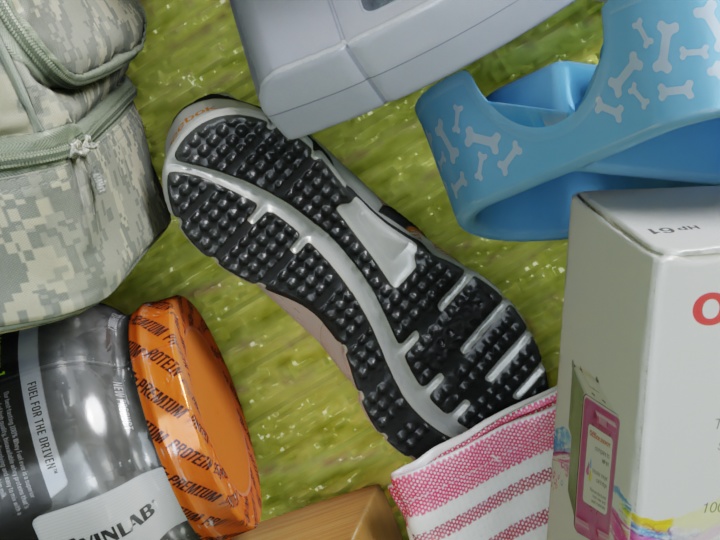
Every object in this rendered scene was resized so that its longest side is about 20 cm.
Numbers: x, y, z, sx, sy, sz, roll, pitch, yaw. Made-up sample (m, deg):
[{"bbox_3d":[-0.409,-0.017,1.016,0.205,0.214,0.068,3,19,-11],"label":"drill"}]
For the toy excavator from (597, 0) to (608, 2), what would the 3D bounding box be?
[{"bbox_3d":[0.190,-0.150,1.108,0.199,0.100,0.195,35,102,13],"label":"toy excavator"}]

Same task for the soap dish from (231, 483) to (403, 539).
[{"bbox_3d":[-0.058,0.192,1.185,0.199,0.081,0.158,-19,98,9],"label":"soap dish"}]

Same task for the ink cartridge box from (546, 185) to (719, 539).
[{"bbox_3d":[0.150,0.071,1.084,0.144,0.085,0.201,-3,110,-18],"label":"ink cartridge box"}]

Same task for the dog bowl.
[{"bbox_3d":[0.106,-0.056,1.077,0.199,0.111,0.050,-21,71,48],"label":"dog bowl"}]

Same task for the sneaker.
[{"bbox_3d":[0.000,0.000,1.157,0.074,0.080,0.200,-42,111,4],"label":"sneaker"}]

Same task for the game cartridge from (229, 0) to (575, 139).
[{"bbox_3d":[0.041,-0.133,1.095,0.199,0.133,0.041,-31,129,9],"label":"game cartridge"}]

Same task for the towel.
[{"bbox_3d":[0.112,0.138,1.163,0.146,0.030,0.201,-25,102,-5],"label":"towel"}]

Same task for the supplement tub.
[{"bbox_3d":[-0.147,0.086,1.153,0.199,0.123,0.123,-19,98,9],"label":"supplement tub"}]

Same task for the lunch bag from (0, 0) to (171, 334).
[{"bbox_3d":[-0.156,-0.069,1.088,0.138,0.200,0.169,-11,99,9],"label":"lunch bag"}]
